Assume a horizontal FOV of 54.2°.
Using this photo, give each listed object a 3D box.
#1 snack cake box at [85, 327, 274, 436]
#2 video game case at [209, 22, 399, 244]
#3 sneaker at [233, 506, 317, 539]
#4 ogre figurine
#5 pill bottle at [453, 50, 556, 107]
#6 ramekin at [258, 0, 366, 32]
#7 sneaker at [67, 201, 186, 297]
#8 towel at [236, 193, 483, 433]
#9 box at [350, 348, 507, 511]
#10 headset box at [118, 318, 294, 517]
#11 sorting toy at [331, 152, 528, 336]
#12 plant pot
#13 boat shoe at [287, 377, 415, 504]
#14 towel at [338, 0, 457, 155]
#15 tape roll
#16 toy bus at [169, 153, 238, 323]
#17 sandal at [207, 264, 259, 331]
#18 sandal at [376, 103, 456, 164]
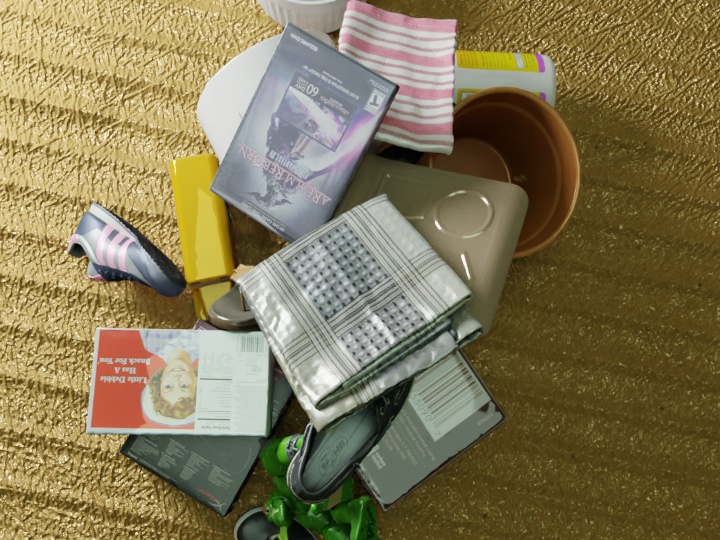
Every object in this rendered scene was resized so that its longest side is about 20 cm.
[{"bbox_3d":[-0.197,0.127,0.797,0.196,0.067,0.117,2,79,-2],"label":"snack cake box"},{"bbox_3d":[-0.064,-0.140,0.759,0.142,0.019,0.202,32,102,12],"label":"video game case"},{"bbox_3d":[-0.064,0.351,0.824,0.199,0.083,0.072,37,77,5],"label":"sneaker"},{"bbox_3d":[-0.049,0.256,0.806,0.200,0.119,0.099,47,60,-38],"label":"ogre figurine"},{"bbox_3d":[0.158,-0.244,0.961,0.196,0.104,0.106,2,77,-3],"label":"pill bottle"},{"bbox_3d":[-0.069,-0.433,0.989,0.196,0.105,0.204,1,77,-4],"label":"ramekin"},{"bbox_3d":[-0.294,-0.007,0.879,0.199,0.070,0.083,35,86,34],"label":"sneaker"},{"bbox_3d":[-0.004,0.030,0.687,0.191,0.035,0.201,-29,59,-12],"label":"towel"},{"bbox_3d":[0.040,0.153,0.815,0.163,0.200,0.167,-33,80,-10],"label":"box"},{"bbox_3d":[-0.172,0.169,0.862,0.147,0.077,0.202,28,76,3],"label":"headset box"},{"bbox_3d":[0.066,-0.032,0.763,0.197,0.037,0.187,16,62,15],"label":"sorting toy"},{"bbox_3d":[0.160,-0.117,0.899,0.196,0.140,0.205,0,91,-12],"label":"plant pot"},{"bbox_3d":[-0.004,0.135,0.680,0.074,0.066,0.200,39,78,7],"label":"boat shoe"},{"bbox_3d":[0.041,-0.228,0.813,0.143,0.030,0.203,9,59,-4],"label":"towel"},{"bbox_3d":[-0.086,-0.178,0.882,0.200,0.203,0.141,-28,80,-9],"label":"tape roll"},{"bbox_3d":[-0.196,-0.039,0.906,0.064,0.078,0.204,-10,78,-5],"label":"toy bus"},{"bbox_3d":[-0.119,0.012,0.852,0.080,0.200,0.056,8,118,25],"label":"sandal"},{"bbox_3d":[0.048,-0.149,0.924,0.048,0.075,0.201,39,105,3],"label":"sandal"}]
